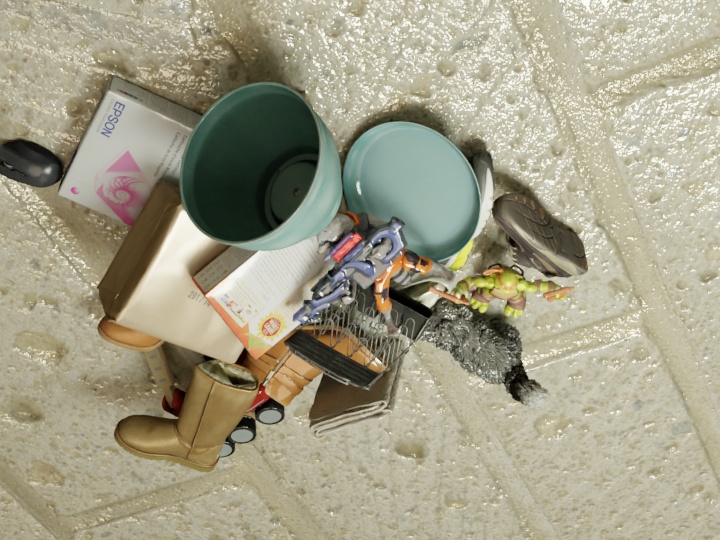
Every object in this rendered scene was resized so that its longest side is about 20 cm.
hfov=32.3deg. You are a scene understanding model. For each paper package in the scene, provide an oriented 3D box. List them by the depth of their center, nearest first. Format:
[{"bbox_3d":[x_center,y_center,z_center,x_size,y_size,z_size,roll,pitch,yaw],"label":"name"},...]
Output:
[{"bbox_3d":[-0.220,0.002,1.675,0.199,0.104,0.192,24,105,-35],"label":"paper package"}]

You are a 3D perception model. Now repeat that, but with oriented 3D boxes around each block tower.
[{"bbox_3d":[-0.067,-0.142,1.641,0.053,0.058,0.201,-12,133,12],"label":"block tower"}]

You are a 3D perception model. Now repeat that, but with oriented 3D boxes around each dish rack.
[{"bbox_3d":[-0.006,0.081,1.699,0.152,0.200,0.055,26,122,17],"label":"dish rack"}]

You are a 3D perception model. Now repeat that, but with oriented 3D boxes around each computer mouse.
[{"bbox_3d":[-0.496,-0.152,1.659,0.198,0.034,0.059,14,132,-10],"label":"computer mouse"}]

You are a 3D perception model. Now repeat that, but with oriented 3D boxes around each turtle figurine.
[{"bbox_3d":[0.190,0.023,1.730,0.197,0.065,0.161,-3,169,0],"label":"turtle figurine"}]

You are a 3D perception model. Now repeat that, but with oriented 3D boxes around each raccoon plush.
[{"bbox_3d":[0.177,0.110,1.783,0.133,0.199,0.098,25,92,-39],"label":"raccoon plush"}]

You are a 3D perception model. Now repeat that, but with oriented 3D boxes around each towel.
[{"bbox_3d":[-0.003,0.174,1.831,0.131,0.200,0.035,-17,111,17],"label":"towel"}]

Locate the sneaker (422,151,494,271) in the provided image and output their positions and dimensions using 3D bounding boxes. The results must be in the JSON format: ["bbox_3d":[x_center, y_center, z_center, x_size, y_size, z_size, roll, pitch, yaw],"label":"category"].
[{"bbox_3d":[0.124,-0.079,1.677,0.084,0.075,0.201,12,132,-8],"label":"sneaker"}]

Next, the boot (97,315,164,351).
[{"bbox_3d":[-0.280,0.041,1.796,0.197,0.077,0.156,4,133,-6],"label":"boot"}]

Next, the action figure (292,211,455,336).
[{"bbox_3d":[0.000,0.000,1.623,0.199,0.105,0.193,-35,123,18],"label":"action figure"}]

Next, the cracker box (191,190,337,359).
[{"bbox_3d":[-0.103,0.002,1.638,0.199,0.058,0.134,-39,127,-6],"label":"cracker box"}]

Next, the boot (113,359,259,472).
[{"bbox_3d":[-0.258,0.202,1.833,0.173,0.067,0.201,16,132,-13],"label":"boot"}]

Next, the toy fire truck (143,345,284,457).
[{"bbox_3d":[-0.235,0.169,1.900,0.175,0.130,0.199,-35,133,28],"label":"toy fire truck"}]

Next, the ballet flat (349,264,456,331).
[{"bbox_3d":[0.057,0.048,1.801,0.199,0.070,0.069,-34,123,29],"label":"ballet flat"}]

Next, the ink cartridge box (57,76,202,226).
[{"bbox_3d":[-0.278,-0.138,1.660,0.198,0.044,0.197,23,128,-17],"label":"ink cartridge box"}]

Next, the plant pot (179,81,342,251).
[{"bbox_3d":[-0.102,-0.110,1.522,0.199,0.202,0.134,-23,154,21],"label":"plant pot"}]

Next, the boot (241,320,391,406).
[{"bbox_3d":[-0.068,0.136,1.818,0.199,0.074,0.156,34,97,10],"label":"boot"}]

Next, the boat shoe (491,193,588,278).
[{"bbox_3d":[0.234,-0.036,1.700,0.073,0.075,0.199,-26,137,32],"label":"boat shoe"}]

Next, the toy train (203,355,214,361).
[{"bbox_3d":[-0.166,0.060,1.803,0.046,0.034,0.201,20,114,-46],"label":"toy train"}]

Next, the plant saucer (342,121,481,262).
[{"bbox_3d":[0.070,-0.106,1.642,0.198,0.027,0.202,13,123,21],"label":"plant saucer"}]
